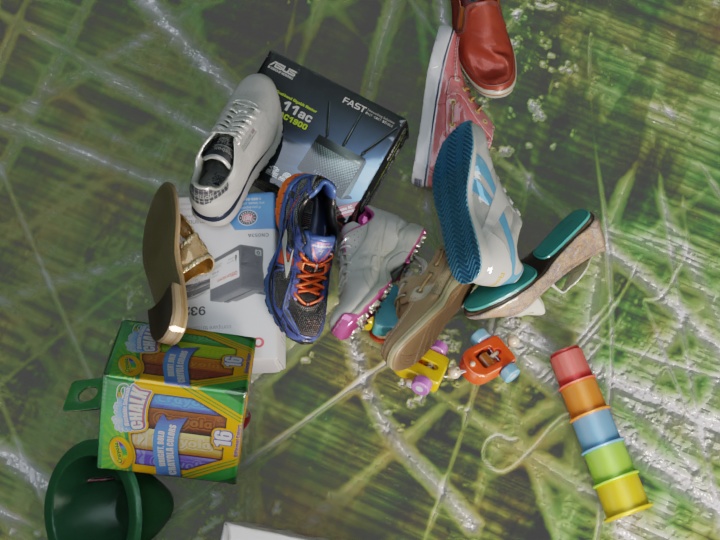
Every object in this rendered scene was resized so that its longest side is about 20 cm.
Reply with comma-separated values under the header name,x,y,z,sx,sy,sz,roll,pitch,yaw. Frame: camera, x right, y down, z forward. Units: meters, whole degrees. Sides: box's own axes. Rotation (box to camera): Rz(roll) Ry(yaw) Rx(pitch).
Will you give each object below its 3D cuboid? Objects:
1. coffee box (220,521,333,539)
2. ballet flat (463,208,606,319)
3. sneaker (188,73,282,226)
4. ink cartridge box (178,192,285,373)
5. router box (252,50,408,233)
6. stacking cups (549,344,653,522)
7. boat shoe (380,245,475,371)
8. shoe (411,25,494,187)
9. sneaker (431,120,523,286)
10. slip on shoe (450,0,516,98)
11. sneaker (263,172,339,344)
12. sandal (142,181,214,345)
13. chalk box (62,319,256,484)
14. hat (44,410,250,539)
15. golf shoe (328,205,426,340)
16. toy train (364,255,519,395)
name,x,y,z,sx,sy,sz,roll,pitch,yaw
coffee box,-0.062,0.387,1.396,0.198,0.198,0.202,12,80,5
ballet flat,0.213,0.011,1.538,0.199,0.068,0.067,-37,117,-6
sneaker,-0.144,-0.152,1.514,0.076,0.081,0.201,12,65,12
ink cartridge box,-0.165,0.017,1.545,0.144,0.084,0.202,-2,77,2
router box,-0.061,-0.155,1.591,0.199,0.062,0.151,28,79,9
stacking cups,0.275,0.184,1.502,0.060,0.061,0.202,-17,73,-1
boat shoe,0.068,0.041,1.488,0.064,0.072,0.200,29,42,14
shoe,0.121,-0.195,1.590,0.090,0.071,0.202,8,83,4
sneaker,0.138,-0.076,1.511,0.080,0.076,0.202,8,68,-34
slip on shoe,0.148,-0.310,1.617,0.073,0.061,0.202,-10,78,-1
sneaker,-0.062,-0.017,1.481,0.075,0.078,0.202,3,82,-28
sandal,-0.199,0.000,1.477,0.069,0.078,0.213,20,44,-32
chalk box,-0.223,0.140,1.435,0.198,0.125,0.125,8,117,-5
hat,-0.242,0.273,1.526,0.199,0.175,0.167,-22,74,37
golf shoe,0.000,0.000,1.492,0.091,0.076,0.200,34,44,2
toy train,0.085,0.080,1.538,0.150,0.056,0.200,-30,65,-31
